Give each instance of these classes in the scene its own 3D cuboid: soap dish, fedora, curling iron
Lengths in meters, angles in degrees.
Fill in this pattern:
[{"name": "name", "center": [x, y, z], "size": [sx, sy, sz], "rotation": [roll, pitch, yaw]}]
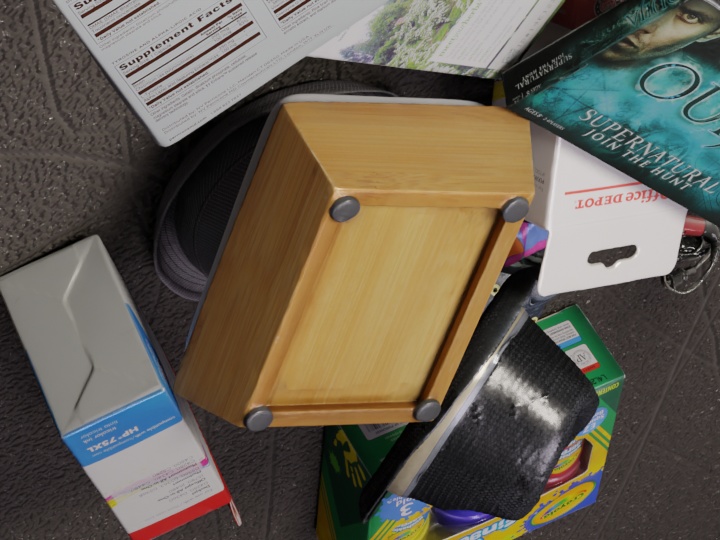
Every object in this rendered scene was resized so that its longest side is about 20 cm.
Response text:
[{"name": "soap dish", "center": [0.000, 0.000, 1.611], "size": [0.157, 0.081, 0.200], "rotation": [0, 129, -31]}, {"name": "fedora", "center": [0.081, 0.095, 1.772], "size": [0.201, 0.091, 0.201], "rotation": [-55, 177, -4]}, {"name": "fedora", "center": [-0.028, -0.019, 1.707], "size": [0.177, 0.090, 0.200], "rotation": [-27, 150, -11]}, {"name": "curling iron", "center": [0.135, -0.025, 1.764], "size": [0.200, 0.026, 0.050], "rotation": [13, 102, -30]}]

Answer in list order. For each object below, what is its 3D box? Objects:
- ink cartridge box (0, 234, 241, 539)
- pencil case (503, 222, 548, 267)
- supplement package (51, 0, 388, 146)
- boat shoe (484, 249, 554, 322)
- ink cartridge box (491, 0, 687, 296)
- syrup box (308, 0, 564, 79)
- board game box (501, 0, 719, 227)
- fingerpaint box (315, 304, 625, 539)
[{"name": "ink cartridge box", "center": [-0.138, 0.080, 1.719], "size": [0.067, 0.116, 0.200], "rotation": [-25, 150, -2]}, {"name": "pencil case", "center": [0.137, -0.062, 1.814], "size": [0.200, 0.088, 0.088], "rotation": [-23, 149, -15]}, {"name": "supplement package", "center": [-0.102, -0.200, 1.266], "size": [0.147, 0.191, 0.200], "rotation": [-34, 150, 0]}, {"name": "boat shoe", "center": [0.046, 0.022, 1.872], "size": [0.200, 0.071, 0.091], "rotation": [-6, 139, -48]}, {"name": "ink cartridge box", "center": [0.138, -0.094, 1.702], "size": [0.116, 0.067, 0.201], "rotation": [-8, 114, -36]}, {"name": "syrup box", "center": [0.014, -0.161, 1.549], "size": [0.200, 0.082, 0.079], "rotation": [3, 133, -46]}, {"name": "board game box", "center": [0.193, -0.094, 1.625], "size": [0.135, 0.028, 0.200], "rotation": [-30, 142, 33]}, {"name": "fingerpaint box", "center": [0.075, 0.131, 2.049], "size": [0.200, 0.073, 0.167], "rotation": [-22, 148, -19]}]
